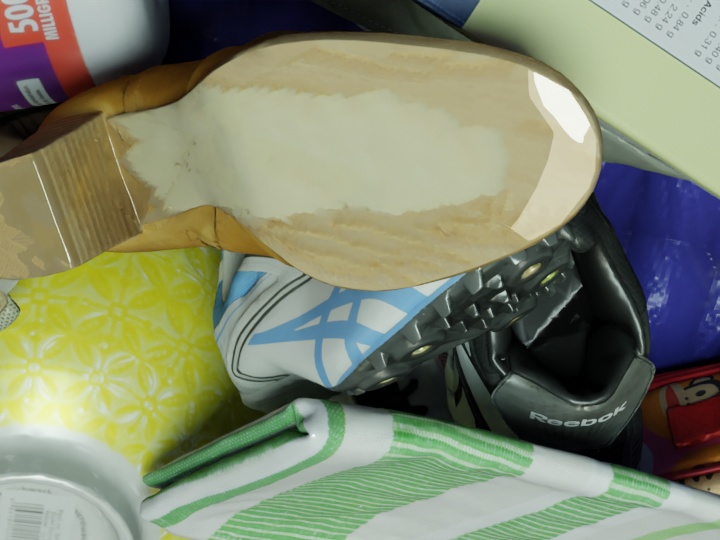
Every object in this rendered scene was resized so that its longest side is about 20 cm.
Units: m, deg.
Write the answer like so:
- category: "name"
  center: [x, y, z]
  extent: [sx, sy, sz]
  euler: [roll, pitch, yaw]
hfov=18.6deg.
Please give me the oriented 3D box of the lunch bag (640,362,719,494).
- category: "lunch bag"
  center: [0.185, 0.095, 0.873]
  extent: [0.199, 0.082, 0.177]
  euler: [-12, 123, 6]

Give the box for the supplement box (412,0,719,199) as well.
- category: "supplement box"
  center: [0.129, -0.126, 0.656]
  extent: [0.199, 0.134, 0.201]
  euler: [30, 99, -21]

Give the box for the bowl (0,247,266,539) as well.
- category: "bowl"
  center: [-0.120, 0.073, 0.826]
  extent: [0.199, 0.108, 0.201]
  euler: [-2, 124, -2]

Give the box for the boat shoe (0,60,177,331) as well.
- category: "boat shoe"
  center: [-0.133, -0.013, 0.736]
  extent: [0.199, 0.072, 0.077]
  euler: [-17, 111, -29]

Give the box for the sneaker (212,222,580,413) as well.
- category: "sneaker"
  center: [0.000, 0.000, 0.691]
  extent: [0.072, 0.200, 0.073]
  euler: [-22, 90, -26]

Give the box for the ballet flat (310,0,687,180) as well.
- category: "ballet flat"
  center: [0.050, -0.085, 0.766]
  extent: [0.199, 0.068, 0.064]
  euler: [31, 145, -21]

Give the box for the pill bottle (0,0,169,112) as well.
- category: "pill bottle"
  center: [-0.166, -0.099, 0.704]
  extent: [0.199, 0.113, 0.113]
  euler: [-9, 124, 3]

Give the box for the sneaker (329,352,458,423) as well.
- category: "sneaker"
  center: [0.009, 0.028, 0.821]
  extent: [0.073, 0.080, 0.200]
  euler: [-24, 120, 16]

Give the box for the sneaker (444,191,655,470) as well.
- category: "sneaker"
  center: [0.065, 0.036, 0.751]
  extent: [0.066, 0.091, 0.201]
  euler: [-17, 127, -3]

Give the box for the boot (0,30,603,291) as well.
- category: "boot"
  center: [-0.007, -0.045, 0.639]
  extent: [0.200, 0.144, 0.071]
  euler: [-7, 106, 27]

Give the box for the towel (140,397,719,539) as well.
- category: "towel"
  center: [0.041, 0.087, 0.753]
  extent: [0.199, 0.024, 0.152]
  euler: [17, 157, -22]
